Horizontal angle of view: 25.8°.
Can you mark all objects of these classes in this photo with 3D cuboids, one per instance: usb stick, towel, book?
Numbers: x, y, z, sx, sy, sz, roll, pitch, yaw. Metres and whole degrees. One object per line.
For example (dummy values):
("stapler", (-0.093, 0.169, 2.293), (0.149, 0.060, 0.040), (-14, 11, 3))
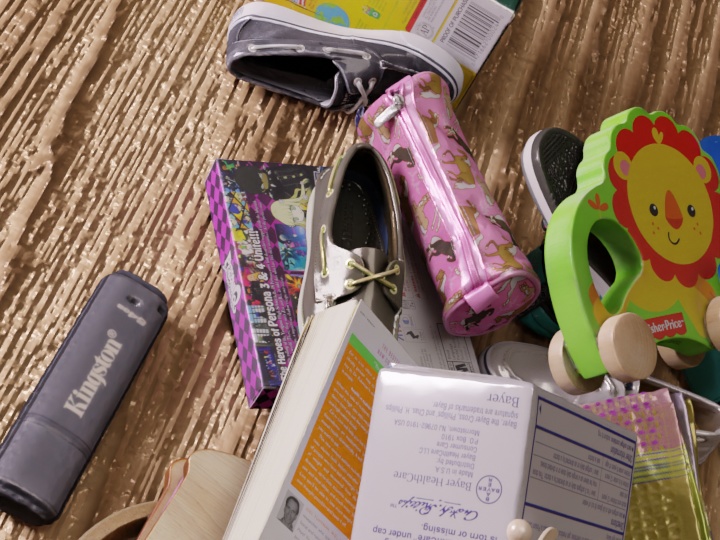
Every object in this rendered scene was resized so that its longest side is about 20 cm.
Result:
("usb stick", (-0.183, 0.080, 1.028), (0.055, 0.033, 0.201), (28, 47, -4))
("towel", (0.135, 0.165, 1.040), (0.197, 0.023, 0.145), (-12, 72, 7))
("book", (-0.006, 0.139, 0.966), (0.134, 0.048, 0.201), (46, 46, -28))

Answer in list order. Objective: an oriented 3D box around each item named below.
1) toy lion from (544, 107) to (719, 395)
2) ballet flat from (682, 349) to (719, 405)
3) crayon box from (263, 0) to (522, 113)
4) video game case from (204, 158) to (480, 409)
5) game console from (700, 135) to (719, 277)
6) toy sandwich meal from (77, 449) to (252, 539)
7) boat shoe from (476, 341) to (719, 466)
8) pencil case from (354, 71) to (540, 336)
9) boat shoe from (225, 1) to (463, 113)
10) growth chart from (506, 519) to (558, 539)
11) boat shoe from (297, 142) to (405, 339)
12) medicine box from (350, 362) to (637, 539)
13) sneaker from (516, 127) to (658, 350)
("toy lion", (0.204, -0.021, 1.137), (0.199, 0.068, 0.194), (-9, 82, -42))
("ballet flat", (0.305, 0.101, 1.241), (0.068, 0.068, 0.202), (-3, 67, -40))
("crayon box", (0.024, -0.233, 1.308), (0.199, 0.127, 0.051), (31, 47, -3))
("video game case", (-0.013, 0.010, 1.163), (0.179, 0.036, 0.202), (3, 54, -26))
("game console", (0.361, -0.009, 1.380), (0.169, 0.119, 0.201), (9, 43, 21))
("toy sandwich meal", (-0.092, 0.209, 0.948), (0.203, 0.070, 0.207), (14, 50, -17))
("boat shoe", (0.184, 0.093, 1.177), (0.198, 0.070, 0.071), (23, 48, -9))
("pencil case", (0.065, -0.049, 1.170), (0.086, 0.083, 0.202), (-2, 58, -37))
("boat shoe", (-0.013, -0.159, 1.270), (0.198, 0.072, 0.068), (15, 48, -12))
("growth chart", (0.101, 0.230, 0.859), (0.018, 0.200, 0.146), (5, 61, 29))
("boat shoe", (-0.003, -0.001, 1.111), (0.071, 0.060, 0.204), (11, 51, -19))
("medicine box", (0.077, 0.174, 0.929), (0.182, 0.102, 0.203), (27, 71, -58))
("sneaker", (0.153, -0.017, 1.207), (0.201, 0.120, 0.084), (55, 52, -21))
